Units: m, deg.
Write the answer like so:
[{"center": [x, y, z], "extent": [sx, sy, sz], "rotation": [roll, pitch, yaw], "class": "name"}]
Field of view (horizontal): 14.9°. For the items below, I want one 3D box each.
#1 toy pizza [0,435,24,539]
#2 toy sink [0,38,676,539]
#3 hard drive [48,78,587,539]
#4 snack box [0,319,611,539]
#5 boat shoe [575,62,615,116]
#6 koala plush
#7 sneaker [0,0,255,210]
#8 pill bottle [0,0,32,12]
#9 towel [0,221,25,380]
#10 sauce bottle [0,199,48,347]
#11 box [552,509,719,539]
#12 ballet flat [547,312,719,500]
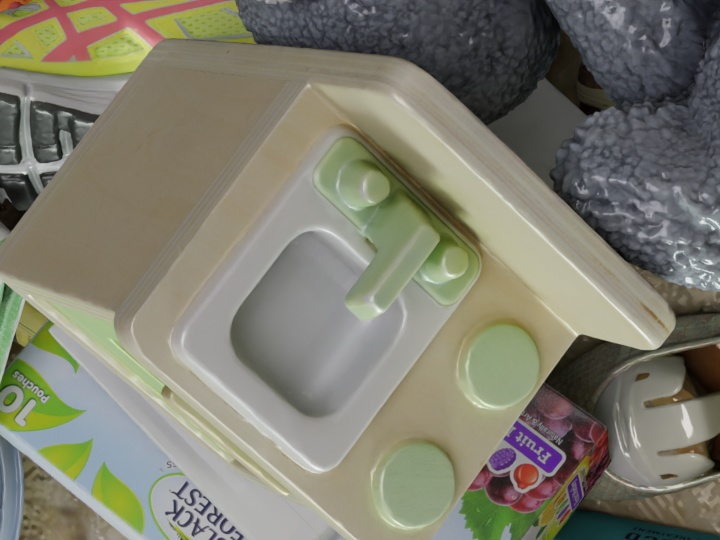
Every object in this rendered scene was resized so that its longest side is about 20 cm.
[{"center": [-0.235, 0.084, 1.212], "extent": [0.200, 0.032, 0.201], "rotation": [3, 100, 19], "class": "toy pizza"}, {"center": [-0.016, 0.011, 0.890], "extent": [0.130, 0.200, 0.112], "rotation": [42, 78, -25], "class": "toy sink"}, {"center": [0.000, 0.000, 1.030], "extent": [0.200, 0.027, 0.132], "rotation": [-43, 70, -7], "class": "hard drive"}, {"center": [-0.025, 0.063, 1.053], "extent": [0.200, 0.053, 0.142], "rotation": [36, 80, 17], "class": "snack box"}, {"center": [0.173, -0.031, 1.026], "extent": [0.202, 0.075, 0.075], "rotation": [16, 116, 22], "class": "boat shoe"}, {"center": [0.049, -0.099, 0.921], "extent": [0.199, 0.177, 0.184], "rotation": [7, 95, 11], "class": "koala plush"}, {"center": [-0.101, -0.079, 1.024], "extent": [0.199, 0.078, 0.091], "rotation": [0, 61, -6], "class": "sneaker"}, {"center": [-0.191, -0.133, 1.120], "extent": [0.200, 0.114, 0.114], "rotation": [33, 107, 12], "class": "pill bottle"}, {"center": [-0.196, 0.023, 1.102], "extent": [0.200, 0.023, 0.153], "rotation": [33, 110, 52], "class": "towel"}, {"center": [-0.120, 0.007, 1.143], "extent": [0.200, 0.065, 0.065], "rotation": [33, 107, 15], "class": "sauce bottle"}, {"center": [0.131, 0.148, 1.077], "extent": [0.199, 0.049, 0.083], "rotation": [10, 103, 19], "class": "box"}, {"center": [0.147, 0.046, 1.050], "extent": [0.200, 0.062, 0.068], "rotation": [-18, 91, 22], "class": "ballet flat"}]
